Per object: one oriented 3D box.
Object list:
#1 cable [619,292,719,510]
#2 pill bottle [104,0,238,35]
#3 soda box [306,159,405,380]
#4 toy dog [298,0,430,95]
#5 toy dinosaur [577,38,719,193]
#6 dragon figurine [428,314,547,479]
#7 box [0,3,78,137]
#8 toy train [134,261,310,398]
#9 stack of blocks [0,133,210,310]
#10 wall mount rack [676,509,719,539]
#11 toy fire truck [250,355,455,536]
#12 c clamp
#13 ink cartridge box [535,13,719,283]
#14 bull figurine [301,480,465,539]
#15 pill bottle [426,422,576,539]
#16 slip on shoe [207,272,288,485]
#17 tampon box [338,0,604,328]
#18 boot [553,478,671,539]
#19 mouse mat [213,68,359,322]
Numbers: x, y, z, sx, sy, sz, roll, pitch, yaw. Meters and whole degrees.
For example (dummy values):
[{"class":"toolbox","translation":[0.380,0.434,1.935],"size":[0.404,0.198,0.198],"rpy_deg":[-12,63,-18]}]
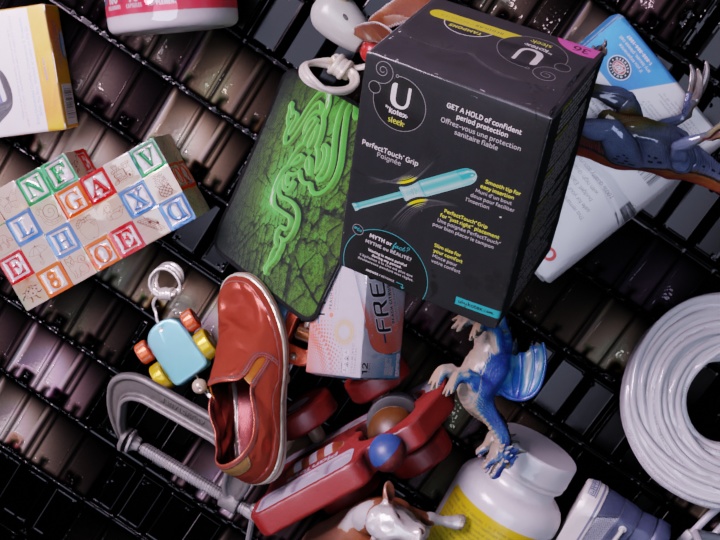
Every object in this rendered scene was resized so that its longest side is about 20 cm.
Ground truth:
[{"class":"cable","translation":[0.343,0.122,0.987],"size":[0.199,0.069,0.201],"rpy_deg":[0,85,5]},{"class":"pill bottle","translation":[-0.177,-0.316,0.942],"size":[0.119,0.120,0.201],"rpy_deg":[-4,101,7]},{"class":"soda box","translation":[0.000,0.000,0.982],"size":[0.068,0.063,0.201],"rpy_deg":[2,87,38]},{"class":"toy dog","translation":[0.052,-0.203,0.946],"size":[0.199,0.132,0.097],"rpy_deg":[21,133,-7]},{"class":"toy dinosaur","translation":[0.251,-0.111,0.896],"size":[0.181,0.105,0.200],"rpy_deg":[40,136,-12]},{"class":"dragon figurine","translation":[0.129,0.084,0.961],"size":[0.099,0.059,0.201],"rpy_deg":[24,83,-21]},{"class":"box","translation":[-0.384,-0.186,1.031],"size":[0.199,0.041,0.120],"rpy_deg":[-5,101,9]},{"class":"toy train","translation":[-0.120,0.069,1.053],"size":[0.199,0.056,0.151],"rpy_deg":[16,88,8]},{"class":"stack of blocks","translation":[-0.263,-0.060,1.034],"size":[0.199,0.059,0.116],"rpy_deg":[-27,98,11]},{"class":"wall mount rack","translation":[0.301,0.306,1.003],"size":[0.200,0.173,0.075],"rpy_deg":[-52,53,13]},{"class":"toy fire truck","translation":[-0.001,0.170,0.999],"size":[0.199,0.168,0.112],"rpy_deg":[-28,98,11]},{"class":"c clamp","translation":[-0.179,0.190,1.066],"size":[0.199,0.027,0.171],"rpy_deg":[32,135,7]},{"class":"ink cartridge box","translation":[0.199,-0.110,0.963],"size":[0.200,0.086,0.147],"rpy_deg":[-40,95,13]},{"class":"bull figurine","translation":[0.020,0.248,0.977],"size":[0.121,0.200,0.065],"rpy_deg":[21,60,-26]},{"class":"pill bottle","translation":[0.126,0.254,1.033],"size":[0.111,0.111,0.201],"rpy_deg":[27,103,0]},{"class":"slip on shoe","translation":[-0.108,0.094,0.971],"size":[0.074,0.061,0.201],"rpy_deg":[-17,67,32]},{"class":"tampon box","translation":[0.085,-0.087,0.845],"size":[0.149,0.126,0.201],"rpy_deg":[23,131,17]},{"class":"boot","translation":[0.218,0.299,1.028],"size":[0.090,0.073,0.201],"rpy_deg":[29,124,12]},{"class":"mouse mat","translation":[-0.057,-0.072,0.991],"size":[0.161,0.008,0.201],"rpy_deg":[35,106,36]}]
